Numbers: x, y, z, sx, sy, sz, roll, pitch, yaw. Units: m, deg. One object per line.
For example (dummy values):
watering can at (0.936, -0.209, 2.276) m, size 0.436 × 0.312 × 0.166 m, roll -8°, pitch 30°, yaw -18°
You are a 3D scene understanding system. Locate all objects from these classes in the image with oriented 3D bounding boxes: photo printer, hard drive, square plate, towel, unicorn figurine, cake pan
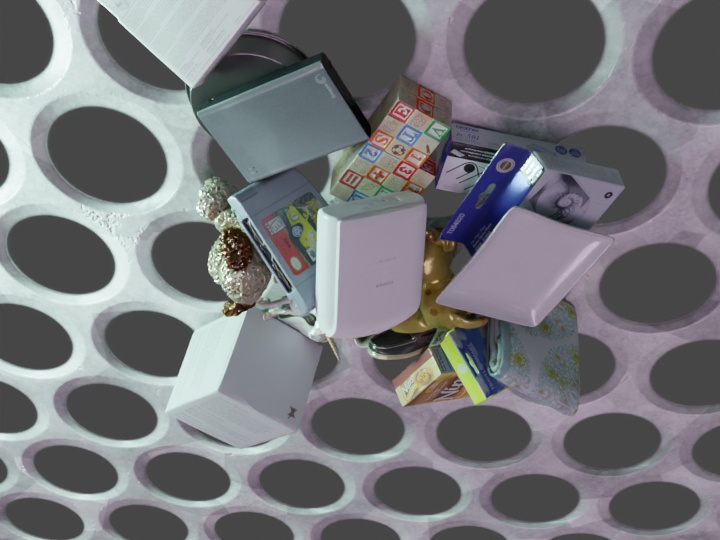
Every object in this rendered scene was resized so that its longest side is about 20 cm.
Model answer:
photo printer at (0.014, -0.002, 1.432) m, size 0.165 × 0.069 × 0.201 m, roll -13°, pitch 119°, yaw -32°
hard drive at (-0.103, -0.207, 1.382) m, size 0.199 × 0.033 × 0.140 m, roll -18°, pitch 131°, yaw 23°
square plate at (0.235, -0.006, 1.457) m, size 0.199 × 0.029 × 0.198 m, roll 14°, pitch 129°, yaw -31°
towel at (0.279, 0.114, 1.607) m, size 0.170 × 0.201 × 0.048 m, roll 26°, pitch 140°, yaw -22°
unicorn figurine at (-0.087, 0.046, 1.572) m, size 0.136 × 0.201 × 0.074 m, roll -8°, pitch 132°, yaw 23°
cake pan at (-0.149, -0.240, 1.404) m, size 0.198 × 0.037 × 0.201 m, roll 3°, pitch 137°, yaw 3°

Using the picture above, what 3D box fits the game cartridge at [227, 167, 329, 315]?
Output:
game cartridge at (-0.090, -0.051, 1.472) m, size 0.201 × 0.133 × 0.041 m, roll 56°, pitch 140°, yaw -3°

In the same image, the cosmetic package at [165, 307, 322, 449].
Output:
cosmetic package at (-0.200, 0.187, 1.729) m, size 0.167 × 0.167 × 0.200 m, roll 32°, pitch 147°, yaw -25°

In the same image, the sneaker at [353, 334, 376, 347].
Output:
sneaker at (0.006, 0.044, 1.642) m, size 0.067 × 0.090 × 0.201 m, roll 1°, pitch 136°, yaw 5°

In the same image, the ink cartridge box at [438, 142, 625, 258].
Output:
ink cartridge box at (0.242, -0.081, 1.434) m, size 0.199 × 0.041 × 0.200 m, roll 9°, pitch 136°, yaw -25°

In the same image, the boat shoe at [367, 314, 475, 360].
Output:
boat shoe at (0.103, 0.094, 1.673) m, size 0.199 × 0.072 × 0.066 m, roll -13°, pitch 120°, yaw -20°

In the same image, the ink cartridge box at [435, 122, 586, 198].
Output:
ink cartridge box at (0.215, -0.147, 1.453) m, size 0.198 × 0.044 × 0.094 m, roll 11°, pitch 137°, yaw -6°

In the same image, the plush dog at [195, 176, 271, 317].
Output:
plush dog at (-0.171, -0.024, 1.533) m, size 0.159 × 0.173 × 0.201 m, roll 2°, pitch 135°, yaw 4°

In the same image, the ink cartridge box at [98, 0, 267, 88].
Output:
ink cartridge box at (-0.237, -0.359, 1.284) m, size 0.200 × 0.050 × 0.161 m, roll 43°, pitch 120°, yaw -8°

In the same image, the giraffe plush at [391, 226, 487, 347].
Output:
giraffe plush at (0.107, 0.005, 1.557) m, size 0.171 × 0.200 × 0.163 m, roll -13°, pitch 106°, yaw 7°

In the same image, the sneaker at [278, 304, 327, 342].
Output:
sneaker at (-0.054, 0.080, 1.660) m, size 0.085 × 0.073 × 0.200 m, roll 37°, pitch 164°, yaw -26°

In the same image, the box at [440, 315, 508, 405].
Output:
box at (0.207, 0.133, 1.614) m, size 0.048 × 0.199 × 0.122 m, roll -37°, pitch 79°, yaw 37°

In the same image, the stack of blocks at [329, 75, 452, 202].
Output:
stack of blocks at (0.053, -0.168, 1.440) m, size 0.115 × 0.059 × 0.200 m, roll 24°, pitch 134°, yaw -18°

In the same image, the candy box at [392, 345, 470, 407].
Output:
candy box at (0.165, 0.174, 1.720) m, size 0.199 × 0.056 × 0.115 m, roll -2°, pitch 147°, yaw -41°
